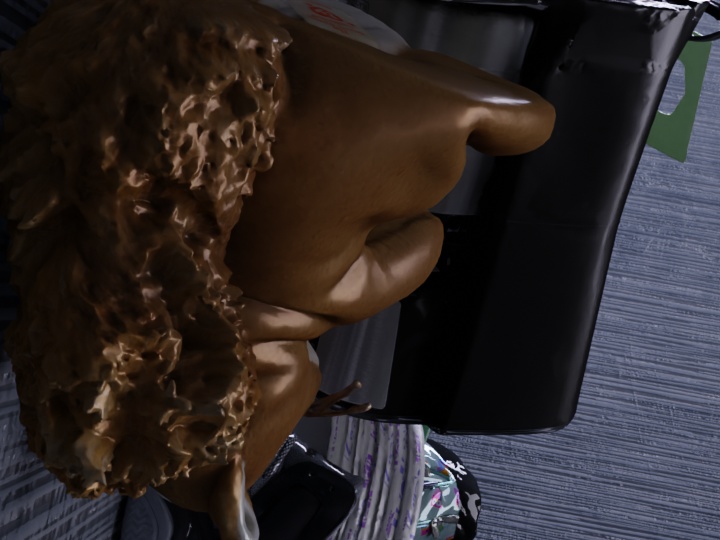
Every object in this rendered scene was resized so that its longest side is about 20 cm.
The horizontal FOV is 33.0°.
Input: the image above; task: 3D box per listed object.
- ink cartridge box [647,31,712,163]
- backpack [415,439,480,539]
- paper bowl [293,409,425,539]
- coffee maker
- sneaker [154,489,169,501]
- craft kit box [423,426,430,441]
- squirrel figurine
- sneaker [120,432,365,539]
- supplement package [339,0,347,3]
[{"bbox_3d":[0.193,-0.190,0.964,0.048,0.199,0.146,123,-10,-58],"label":"ink cartridge box"},{"bbox_3d":[-0.003,0.210,1.166,0.167,0.199,0.127,9,-86,55],"label":"backpack"},{"bbox_3d":[-0.047,0.157,0.738,0.201,0.104,0.201,-159,-90,-78],"label":"paper bowl"},{"bbox_3d":[0.070,-0.033,0.535,0.135,0.191,0.201,-73,174,-64],"label":"coffee maker"},{"bbox_3d":[-0.070,-0.004,0.532,0.080,0.071,0.201,-127,-138,-73],"label":"sneaker"},{"bbox_3d":[-0.023,0.185,0.934,0.197,0.048,0.201,-29,-144,63],"label":"craft kit box"},{"bbox_3d":[-0.055,0.001,0.401,0.200,0.141,0.187,-19,137,-61],"label":"squirrel figurine"},{"bbox_3d":[-0.050,0.079,0.623,0.075,0.113,0.201,82,19,-81],"label":"sneaker"},{"bbox_3d":[0.011,-0.256,0.707,0.114,0.109,0.201,-39,139,-86],"label":"supplement package"}]
